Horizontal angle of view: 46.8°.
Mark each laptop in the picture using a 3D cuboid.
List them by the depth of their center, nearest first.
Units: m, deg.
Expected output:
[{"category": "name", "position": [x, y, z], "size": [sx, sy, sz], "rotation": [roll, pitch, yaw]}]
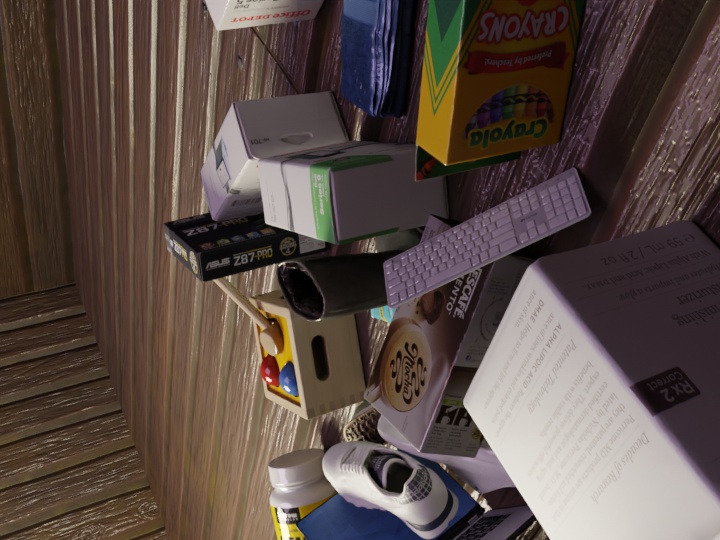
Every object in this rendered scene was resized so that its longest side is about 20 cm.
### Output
[{"category": "laptop", "position": [0.060, 0.266, 0.899], "size": [0.117, 0.186, 0.200], "rotation": [58, 151, 4]}]

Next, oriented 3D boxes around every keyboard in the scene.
[{"category": "keyboard", "position": [0.106, -0.026, 0.738], "size": [0.011, 0.198, 0.057], "rotation": [46, -152, -37]}]

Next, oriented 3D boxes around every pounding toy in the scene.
[{"category": "pounding toy", "position": [-0.106, 0.094, 1.217], "size": [0.183, 0.140, 0.204], "rotation": [8, 109, 61]}]

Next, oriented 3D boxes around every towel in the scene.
[{"category": "towel", "position": [0.013, -0.277, 0.919], "size": [0.112, 0.048, 0.203], "rotation": [43, 138, 49]}]

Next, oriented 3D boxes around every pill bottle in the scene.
[{"category": "pill bottle", "position": [-0.084, 0.400, 1.343], "size": [0.114, 0.113, 0.204], "rotation": [-6, 97, 63]}]

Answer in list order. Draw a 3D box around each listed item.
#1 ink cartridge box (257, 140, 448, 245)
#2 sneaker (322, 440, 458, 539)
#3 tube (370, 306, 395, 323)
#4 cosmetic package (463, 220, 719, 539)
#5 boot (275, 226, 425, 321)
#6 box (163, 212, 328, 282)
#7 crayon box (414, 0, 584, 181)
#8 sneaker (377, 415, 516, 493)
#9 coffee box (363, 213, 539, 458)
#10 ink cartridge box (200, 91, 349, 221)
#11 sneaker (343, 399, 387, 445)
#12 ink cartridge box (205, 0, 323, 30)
[{"category": "ink cartridge box", "position": [-0.015, -0.094, 0.948], "size": [0.199, 0.144, 0.086], "rotation": [18, 119, 59]}, {"category": "sneaker", "position": [0.019, 0.217, 0.906], "size": [0.198, 0.077, 0.081], "rotation": [5, 145, 50]}, {"category": "tube", "position": [0.054, 0.041, 0.994], "size": [0.199, 0.049, 0.079], "rotation": [-155, 64, -64]}, {"category": "cosmetic package", "position": [0.206, 0.102, 0.587], "size": [0.201, 0.162, 0.167], "rotation": [56, 146, 33]}, {"category": "boot", "position": [-0.001, -0.002, 0.902], "size": [0.181, 0.197, 0.074], "rotation": [28, 126, 56]}, {"category": "box", "position": [-0.166, -0.049, 1.207], "size": [0.161, 0.197, 0.050], "rotation": [30, 130, 56]}, {"category": "crayon box", "position": [0.114, -0.168, 0.687], "size": [0.051, 0.125, 0.203], "rotation": [43, 139, 47]}, {"category": "sneaker", "position": [0.106, 0.194, 0.877], "size": [0.197, 0.075, 0.090], "rotation": [6, 129, 37]}, {"category": "coffee box", "position": [0.091, 0.062, 0.810], "size": [0.113, 0.079, 0.203], "rotation": [36, 110, 53]}, {"category": "ink cartridge box", "position": [-0.121, -0.151, 1.130], "size": [0.200, 0.144, 0.087], "rotation": [-44, 62, 59]}, {"category": "sneaker", "position": [0.067, 0.142, 0.978], "size": [0.199, 0.090, 0.067], "rotation": [-32, 101, 34]}, {"category": "ink cartridge box", "position": [-0.096, -0.380, 0.976], "size": [0.085, 0.143, 0.200], "rotation": [68, 152, 12]}]
